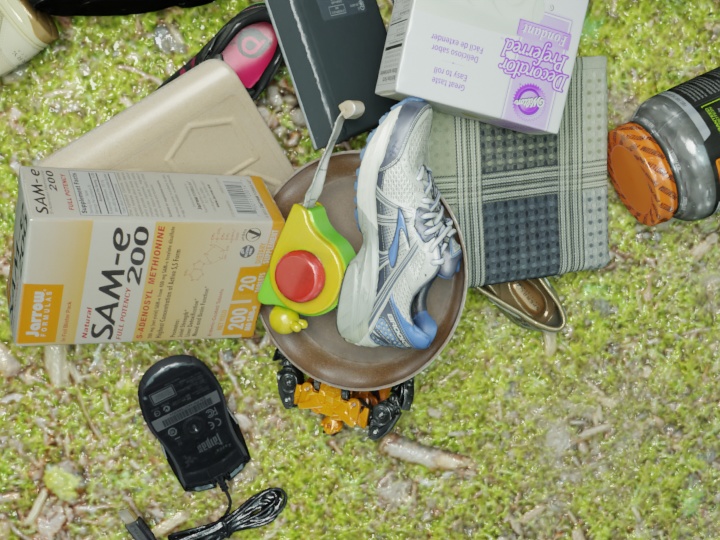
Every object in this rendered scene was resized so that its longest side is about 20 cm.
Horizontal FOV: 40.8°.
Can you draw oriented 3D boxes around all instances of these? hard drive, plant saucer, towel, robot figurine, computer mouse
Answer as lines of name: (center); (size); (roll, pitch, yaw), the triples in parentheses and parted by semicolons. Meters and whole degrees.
hard drive: (-0.026, -0.213, 0.818); (0.033, 0.139, 0.201); (-12, 102, 32)
plant saucer: (0.000, 0.000, 0.819); (0.199, 0.032, 0.201); (2, 94, 25)
towel: (0.136, -0.089, 0.852); (0.192, 0.035, 0.201); (-8, 103, -21)
robot figurine: (-0.004, 0.052, 0.875); (0.145, 0.058, 0.201); (16, 101, 26)
computer mouse: (-0.169, 0.175, 0.894); (0.140, 0.046, 0.200); (-30, 113, -8)

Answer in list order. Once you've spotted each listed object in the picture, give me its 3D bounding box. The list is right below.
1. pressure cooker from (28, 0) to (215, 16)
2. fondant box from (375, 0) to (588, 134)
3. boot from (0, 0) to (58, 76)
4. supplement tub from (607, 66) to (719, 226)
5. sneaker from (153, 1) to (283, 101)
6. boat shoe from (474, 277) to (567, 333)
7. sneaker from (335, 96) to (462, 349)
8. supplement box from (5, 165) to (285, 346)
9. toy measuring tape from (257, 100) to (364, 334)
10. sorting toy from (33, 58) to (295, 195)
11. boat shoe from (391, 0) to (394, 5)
pressure cooker: (-0.191, -0.308, 0.754); (0.178, 0.176, 0.201); (-2, 98, 18)
fondant box: (0.105, -0.221, 0.764); (0.144, 0.058, 0.201); (11, 95, -18)
boot: (-0.364, -0.223, 0.792); (0.155, 0.073, 0.200); (-38, 92, 7)
supplement tub: (0.335, -0.124, 0.889); (0.199, 0.123, 0.123); (-23, 101, -5)
sneaker: (-0.131, -0.153, 0.830); (0.077, 0.084, 0.200); (36, 91, -11)
boat shoe: (0.116, -0.018, 0.899); (0.200, 0.063, 0.073); (39, 91, -11)
sneaker: (0.043, -0.031, 0.745); (0.085, 0.077, 0.201); (15, 109, 23)
supplement box: (-0.175, -0.010, 0.780); (0.199, 0.074, 0.126); (-1, 129, -27)
toy measuring tape: (-0.021, -0.032, 0.770); (0.073, 0.074, 0.201); (21, 109, -11)
sorting toy: (-0.150, -0.063, 0.825); (0.185, 0.037, 0.200); (-31, 136, 0)
boat shoe: (0.066, -0.206, 0.856); (0.074, 0.060, 0.201); (-12, 105, 27)
